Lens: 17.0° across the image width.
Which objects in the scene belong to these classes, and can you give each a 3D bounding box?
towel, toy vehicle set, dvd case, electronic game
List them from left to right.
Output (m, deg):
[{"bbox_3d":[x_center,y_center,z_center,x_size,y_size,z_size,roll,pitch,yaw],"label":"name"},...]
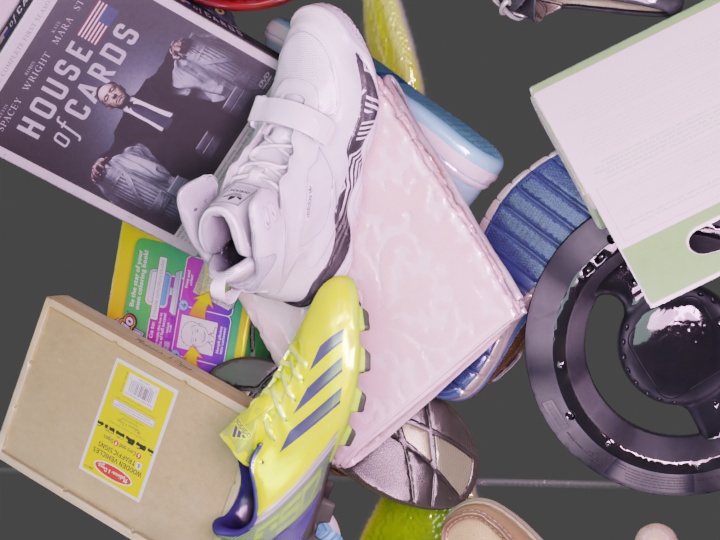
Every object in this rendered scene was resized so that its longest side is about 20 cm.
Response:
[{"bbox_3d":[-0.151,-0.113,1.597,0.151,0.200,0.025,-56,31,11],"label":"dvd case"},{"bbox_3d":[-0.157,0.114,1.673,0.199,0.026,0.125,27,104,27],"label":"toy vehicle set"},{"bbox_3d":[0.000,0.000,1.606,0.191,0.032,0.201,-41,69,31],"label":"towel"},{"bbox_3d":[0.205,0.047,1.555,0.199,0.042,0.201,1,99,3],"label":"electronic game"}]

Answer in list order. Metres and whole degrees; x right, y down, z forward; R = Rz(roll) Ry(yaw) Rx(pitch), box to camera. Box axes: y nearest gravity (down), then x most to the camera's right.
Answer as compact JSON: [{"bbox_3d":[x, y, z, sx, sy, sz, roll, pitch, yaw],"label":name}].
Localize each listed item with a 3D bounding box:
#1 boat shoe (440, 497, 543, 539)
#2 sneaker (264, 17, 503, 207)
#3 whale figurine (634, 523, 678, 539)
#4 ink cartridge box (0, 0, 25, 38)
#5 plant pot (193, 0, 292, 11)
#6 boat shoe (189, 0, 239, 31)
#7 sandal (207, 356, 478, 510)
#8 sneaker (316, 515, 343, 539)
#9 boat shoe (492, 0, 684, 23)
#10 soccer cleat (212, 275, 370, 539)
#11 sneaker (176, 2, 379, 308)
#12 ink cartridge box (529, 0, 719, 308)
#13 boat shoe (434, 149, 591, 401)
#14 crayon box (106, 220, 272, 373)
[{"bbox_3d":[0.112,0.244,1.613,0.074,0.066,0.200,-36,79,20],"label":"boat shoe"},{"bbox_3d":[-0.012,-0.079,1.668,0.200,0.079,0.131,37,105,22],"label":"sneaker"},{"bbox_3d":[0.235,0.229,1.555,0.200,0.104,0.159,-41,71,-5],"label":"whale figurine"},{"bbox_3d":[-0.260,-0.194,1.634,0.146,0.200,0.086,39,64,23],"label":"ink cartridge box"},{"bbox_3d":[-0.092,-0.275,1.627,0.199,0.183,0.202,-1,81,6],"label":"plant pot"},{"bbox_3d":[-0.134,-0.189,1.739,0.090,0.071,0.201,-10,73,0],"label":"boat shoe"},{"bbox_3d":[-0.012,0.107,1.675,0.200,0.057,0.080,19,81,7],"label":"sandal"},{"bbox_3d":[-0.097,0.160,1.711,0.199,0.081,0.077,21,100,21],"label":"sneaker"},{"bbox_3d":[0.119,-0.195,1.604,0.199,0.076,0.061,1,85,27],"label":"boat shoe"},{"bbox_3d":[-0.046,0.097,1.573,0.083,0.065,0.201,12,107,-9],"label":"soccer cleat"},{"bbox_3d":[-0.052,-0.071,1.548,0.075,0.115,0.201,12,101,35],"label":"sneaker"},{"bbox_3d":[0.209,-0.068,1.510,0.145,0.048,0.201,-26,54,2],"label":"ink cartridge box"},{"bbox_3d":[0.109,-0.001,1.612,0.072,0.072,0.200,43,104,20],"label":"boat shoe"},{"bbox_3d":[-0.116,0.019,1.730,0.118,0.058,0.201,13,97,25],"label":"crayon box"}]
